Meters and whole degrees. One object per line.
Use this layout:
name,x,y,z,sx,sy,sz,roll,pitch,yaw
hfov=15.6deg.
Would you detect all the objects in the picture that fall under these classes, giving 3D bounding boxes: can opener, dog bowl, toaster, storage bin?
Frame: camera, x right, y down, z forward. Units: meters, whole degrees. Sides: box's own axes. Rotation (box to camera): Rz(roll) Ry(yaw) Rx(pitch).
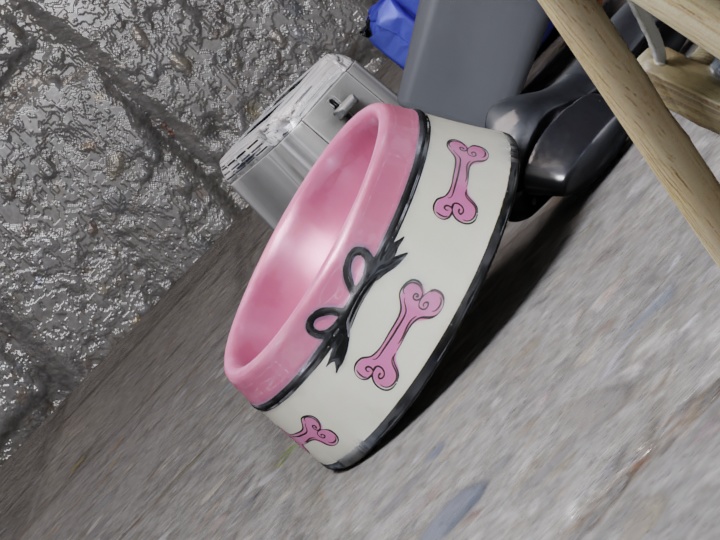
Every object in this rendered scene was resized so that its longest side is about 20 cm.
can opener,0.132,-0.095,1.458,0.200,0.079,0.063,-48,-33,-40
dog bowl,0.000,0.000,1.367,0.200,0.074,0.200,-57,14,22
toaster,-0.021,-0.078,1.987,0.114,0.129,0.200,-48,6,-23
storage bin,0.095,-0.179,1.919,0.200,0.146,0.134,-75,2,-77

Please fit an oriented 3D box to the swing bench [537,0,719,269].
swing bench,0.141,-0.118,0.812,0.199,0.200,0.130,-51,8,-32

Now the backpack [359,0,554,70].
backpack,0.082,-0.240,2.174,0.168,0.163,0.200,-49,7,10
